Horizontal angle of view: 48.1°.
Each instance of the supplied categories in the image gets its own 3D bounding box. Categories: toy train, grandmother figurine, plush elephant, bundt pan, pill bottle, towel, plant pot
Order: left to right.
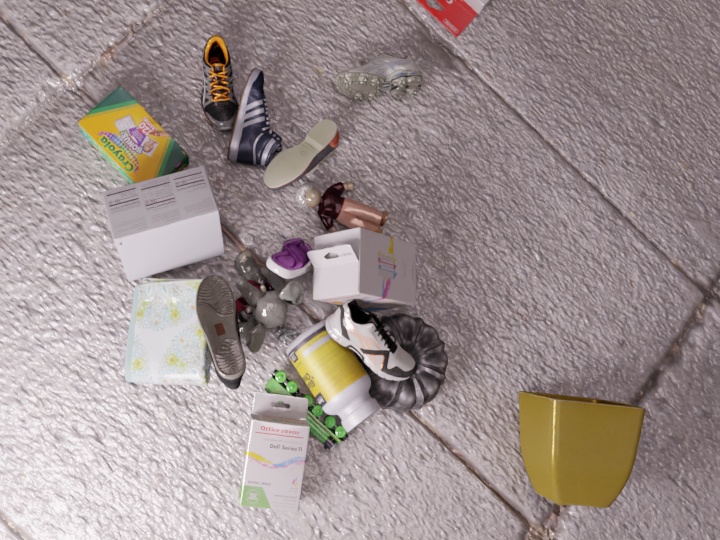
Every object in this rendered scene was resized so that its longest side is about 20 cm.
[{"bbox_3d":[-0.359,0.114,1.532,0.167,0.048,0.205,-1,77,17],"label":"towel"},{"bbox_3d":[-0.194,0.066,1.552,0.199,0.155,0.166,38,74,0],"label":"plush elephant"},{"bbox_3d":[-0.108,0.275,1.585,0.200,0.042,0.057,43,83,0],"label":"toy train"},{"bbox_3d":[-0.049,0.206,1.565,0.111,0.112,0.202,-32,79,-16],"label":"pill bottle"},{"bbox_3d":[-0.042,-0.131,1.679,0.196,0.061,0.123,20,66,-9],"label":"grandmother figurine"},{"bbox_3d":[0.089,0.181,1.625,0.197,0.076,0.207,2,76,-10],"label":"bundt pan"},{"bbox_3d":[0.426,0.356,1.598,0.190,0.195,0.205,7,84,-9],"label":"plant pot"}]

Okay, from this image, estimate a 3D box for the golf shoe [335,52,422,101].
[{"bbox_3d":[0.035,-0.429,1.762,0.196,0.079,0.099,-2,61,-17],"label":"golf shoe"}]

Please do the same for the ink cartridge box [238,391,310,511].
[{"bbox_3d":[-0.160,0.340,1.524,0.114,0.067,0.205,8,89,-9],"label":"ink cartridge box"}]

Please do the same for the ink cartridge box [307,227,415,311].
[{"bbox_3d":[0.000,0.000,1.572,0.198,0.127,0.128,13,73,-46],"label":"ink cartridge box"}]

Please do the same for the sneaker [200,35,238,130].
[{"bbox_3d":[-0.297,-0.392,1.676,0.077,0.077,0.204,-9,81,-14],"label":"sneaker"}]

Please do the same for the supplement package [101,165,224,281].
[{"bbox_3d":[-0.372,-0.088,1.542,0.196,0.157,0.112,-16,63,-14],"label":"supplement package"}]

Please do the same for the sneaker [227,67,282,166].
[{"bbox_3d":[-0.203,-0.313,1.679,0.106,0.070,0.204,14,82,-2],"label":"sneaker"}]

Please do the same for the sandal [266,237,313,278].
[{"bbox_3d":[-0.123,-0.033,1.575,0.082,0.203,0.050,31,109,-1],"label":"sandal"}]

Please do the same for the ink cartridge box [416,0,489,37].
[{"bbox_3d":[0.207,-0.666,1.852,0.199,0.045,0.177,41,72,0],"label":"ink cartridge box"}]

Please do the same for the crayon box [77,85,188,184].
[{"bbox_3d":[-0.455,-0.255,1.624,0.200,0.058,0.119,45,73,1],"label":"crayon box"}]

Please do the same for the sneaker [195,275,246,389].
[{"bbox_3d":[-0.260,0.117,1.486,0.073,0.107,0.204,-9,68,-15],"label":"sneaker"}]

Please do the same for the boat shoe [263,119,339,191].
[{"bbox_3d":[-0.119,-0.231,1.682,0.071,0.063,0.200,39,73,18],"label":"boat shoe"}]

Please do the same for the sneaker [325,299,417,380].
[{"bbox_3d":[0.029,0.134,1.530,0.198,0.080,0.074,34,37,-6],"label":"sneaker"}]
